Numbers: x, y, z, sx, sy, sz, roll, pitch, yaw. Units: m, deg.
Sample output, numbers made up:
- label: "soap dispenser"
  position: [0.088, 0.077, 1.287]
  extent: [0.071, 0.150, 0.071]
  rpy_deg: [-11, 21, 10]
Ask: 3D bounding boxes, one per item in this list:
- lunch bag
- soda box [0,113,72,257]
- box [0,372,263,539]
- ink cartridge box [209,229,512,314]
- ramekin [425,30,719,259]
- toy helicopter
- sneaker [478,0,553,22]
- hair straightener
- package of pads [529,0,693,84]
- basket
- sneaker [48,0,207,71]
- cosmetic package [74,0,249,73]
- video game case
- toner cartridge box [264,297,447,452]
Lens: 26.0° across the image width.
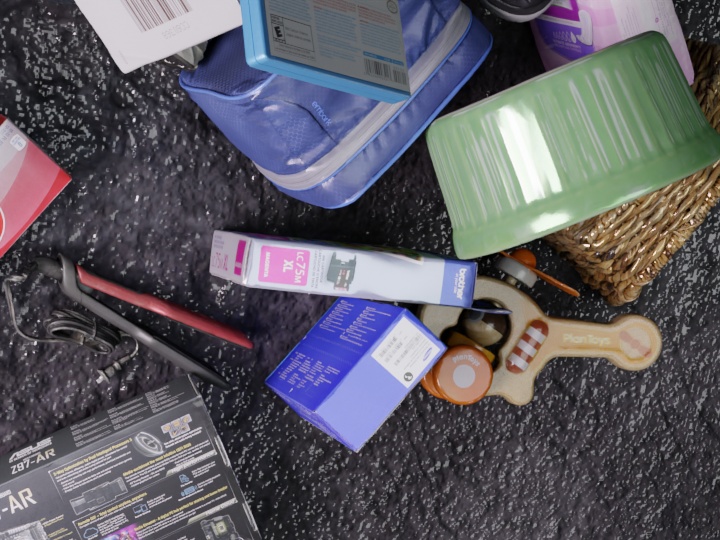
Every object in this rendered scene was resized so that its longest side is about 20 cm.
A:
- label: "lunch bag"
  position: [-0.007, -0.146, 1.096]
  extent: [0.200, 0.136, 0.132]
  rpy_deg: [-47, 121, -10]
- label: "soda box"
  position: [-0.286, -0.013, 1.025]
  extent: [0.200, 0.070, 0.063]
  rpy_deg: [-49, 122, -7]
- label: "box"
  position: [-0.183, 0.188, 1.136]
  extent: [0.200, 0.044, 0.160]
  rpy_deg: [-24, 115, -9]
- label: "ink cartridge box"
  position: [0.000, 0.000, 1.131]
  extent: [0.200, 0.119, 0.042]
  rpy_deg: [8, 92, -18]
- label: "ramekin"
  position: [0.142, -0.090, 1.083]
  extent: [0.200, 0.200, 0.098]
  rpy_deg: [-24, 94, -20]
- label: "toy helicopter"
  position: [0.143, 0.042, 1.244]
  extent: [0.200, 0.079, 0.132]
  rpy_deg: [4, 89, -7]
- label: "sneaker"
  position: [0.071, -0.264, 1.081]
  extent: [0.075, 0.114, 0.200]
  rpy_deg: [-44, 92, -7]
- label: "hair straightener"
  position: [-0.172, 0.048, 1.119]
  extent: [0.200, 0.041, 0.077]
  rpy_deg: [26, 93, -37]
- label: "package of pads"
  position: [0.172, -0.219, 1.178]
  extent: [0.076, 0.120, 0.200]
  rpy_deg: [-33, 118, -18]
- label: "basket"
  position: [0.253, -0.069, 1.254]
  extent: [0.149, 0.143, 0.200]
  rpy_deg: [41, 84, -30]
- label: "sneaker"
  position: [-0.175, -0.214, 1.032]
  extent: [0.200, 0.078, 0.086]
  rpy_deg: [32, 77, -39]
- label: "cosmetic package"
  position: [-0.085, -0.216, 0.990]
  extent: [0.081, 0.113, 0.200]
  rpy_deg: [58, 37, -21]
- label: "video game case"
  position: [-0.028, -0.210, 0.955]
  extent: [0.143, 0.018, 0.200]
  rpy_deg: [6, 73, -52]
- label: "toner cartridge box"
  position: [-0.008, 0.069, 1.121]
  extent: [0.043, 0.200, 0.095]
  rpy_deg: [44, 83, -11]
